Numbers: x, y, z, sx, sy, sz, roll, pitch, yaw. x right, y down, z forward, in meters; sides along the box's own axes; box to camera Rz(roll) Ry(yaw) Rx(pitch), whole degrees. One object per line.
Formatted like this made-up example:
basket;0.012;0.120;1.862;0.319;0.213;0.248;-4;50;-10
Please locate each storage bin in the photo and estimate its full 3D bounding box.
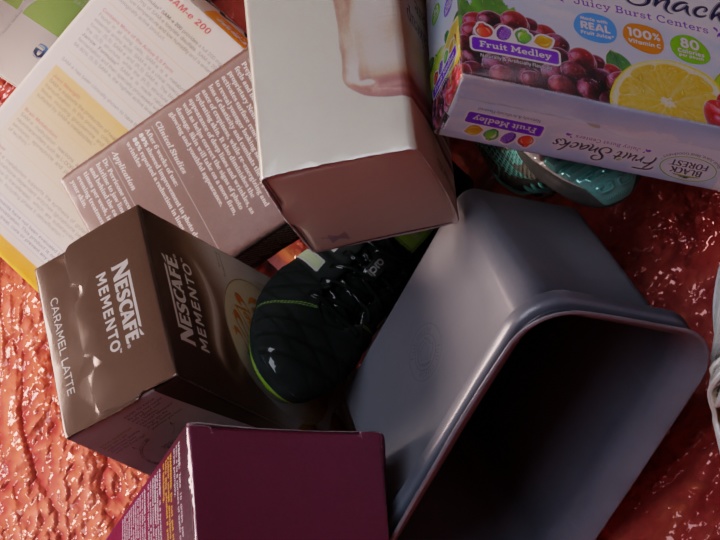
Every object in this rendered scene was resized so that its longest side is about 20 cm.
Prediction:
storage bin;0.084;0.060;1.604;0.200;0.145;0.134;-60;37;30

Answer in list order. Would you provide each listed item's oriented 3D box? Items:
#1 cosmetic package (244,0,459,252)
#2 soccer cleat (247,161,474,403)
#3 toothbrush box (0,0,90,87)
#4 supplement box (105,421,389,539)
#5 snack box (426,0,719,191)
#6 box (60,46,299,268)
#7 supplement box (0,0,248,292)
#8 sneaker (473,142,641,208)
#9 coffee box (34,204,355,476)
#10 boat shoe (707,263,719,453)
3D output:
cosmetic package;-0.008;-0.125;1.582;0.087;0.103;0.201;-11;66;11
soccer cleat;0.000;0.000;1.671;0.081;0.068;0.200;-40;8;41
toothbrush box;-0.168;-0.209;1.878;0.200;0.146;0.086;-51;48;7
supplement box;-0.066;0.159;1.618;0.200;0.110;0.086;127;143;-59
snack box;0.137;-0.119;1.579;0.053;0.199;0.143;115;160;-44
box;-0.064;-0.063;1.717;0.200;0.075;0.100;-32;81;26
supplement box;-0.149;-0.082;1.830;0.126;0.074;0.200;43;97;6
sneaker;0.107;-0.075;1.663;0.077;0.091;0.200;-21;33;-10
coffee box;-0.085;0.059;1.676;0.080;0.200;0.115;-29;57;23
boat shoe;0.214;0.064;1.558;0.071;0.070;0.201;-15;63;28
